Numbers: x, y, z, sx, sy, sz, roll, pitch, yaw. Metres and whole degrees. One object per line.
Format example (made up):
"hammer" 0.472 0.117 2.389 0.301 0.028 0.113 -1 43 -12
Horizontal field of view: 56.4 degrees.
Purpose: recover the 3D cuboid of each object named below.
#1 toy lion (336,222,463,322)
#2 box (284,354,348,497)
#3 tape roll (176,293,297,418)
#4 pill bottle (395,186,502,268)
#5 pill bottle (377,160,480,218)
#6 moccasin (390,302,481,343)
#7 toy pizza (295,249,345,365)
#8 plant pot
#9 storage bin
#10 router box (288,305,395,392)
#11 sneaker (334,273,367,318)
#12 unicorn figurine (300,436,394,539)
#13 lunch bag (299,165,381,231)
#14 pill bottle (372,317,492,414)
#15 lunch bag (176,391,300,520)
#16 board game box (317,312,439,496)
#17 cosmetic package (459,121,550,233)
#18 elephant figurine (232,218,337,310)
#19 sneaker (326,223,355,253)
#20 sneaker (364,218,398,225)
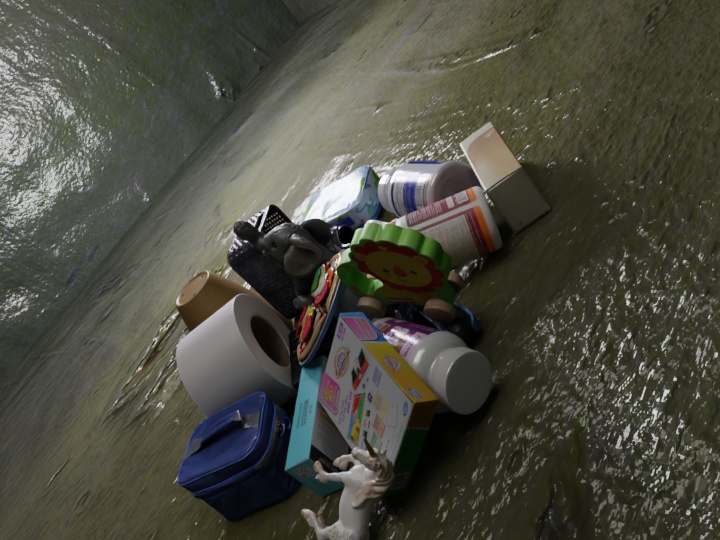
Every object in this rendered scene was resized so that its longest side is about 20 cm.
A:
"toy lion" 0.045 -0.001 0.953 0.198 0.192 0.069 0 58 39
"box" -0.058 0.233 1.026 0.049 0.082 0.201 -31 30 25
"tape roll" -0.208 0.162 1.192 0.139 0.203 0.203 -35 29 13
"pill bottle" 0.123 -0.052 1.102 0.198 0.110 0.110 -22 32 11
"pill bottle" 0.121 -0.147 1.266 0.120 0.120 0.199 -50 29 -13
"moccasin" 0.097 0.071 1.043 0.068 0.081 0.199 -51 28 -13
"toy pizza" -0.070 0.057 1.099 0.200 0.031 0.202 -158 90 -80
"plant pot" -0.273 0.099 1.367 0.185 0.200 0.187 -33 29 20
"storage bin" -0.162 -0.016 1.371 0.093 0.200 0.136 -27 32 27
"router box" -0.033 0.117 1.171 0.199 0.051 0.150 -33 29 12
"sneaker" 0.000 0.000 1.171 0.072 0.072 0.201 -7 39 43
"unicorn figurine" -0.013 0.289 0.861 0.137 0.073 0.203 5 96 49
"lunch bag" -0.043 -0.135 1.506 0.199 0.083 0.162 -25 32 32
"pill bottle" 0.086 0.134 0.936 0.113 0.112 0.199 -53 29 -17
"lunch bag" -0.185 0.288 1.062 0.199 0.132 0.137 -31 31 23
"board game box" 0.016 0.174 0.908 0.200 0.040 0.154 47 130 47
"cosmetic package" 0.242 -0.163 1.146 0.071 0.105 0.201 -34 31 15
"elephant figurine" -0.108 -0.031 1.225 0.155 0.201 0.141 -36 27 -16
"sneaker" -0.039 -0.063 1.355 0.200 0.075 0.088 51 138 47
"sneaker" 0.065 -0.047 1.277 0.199 0.077 0.083 6 73 62
